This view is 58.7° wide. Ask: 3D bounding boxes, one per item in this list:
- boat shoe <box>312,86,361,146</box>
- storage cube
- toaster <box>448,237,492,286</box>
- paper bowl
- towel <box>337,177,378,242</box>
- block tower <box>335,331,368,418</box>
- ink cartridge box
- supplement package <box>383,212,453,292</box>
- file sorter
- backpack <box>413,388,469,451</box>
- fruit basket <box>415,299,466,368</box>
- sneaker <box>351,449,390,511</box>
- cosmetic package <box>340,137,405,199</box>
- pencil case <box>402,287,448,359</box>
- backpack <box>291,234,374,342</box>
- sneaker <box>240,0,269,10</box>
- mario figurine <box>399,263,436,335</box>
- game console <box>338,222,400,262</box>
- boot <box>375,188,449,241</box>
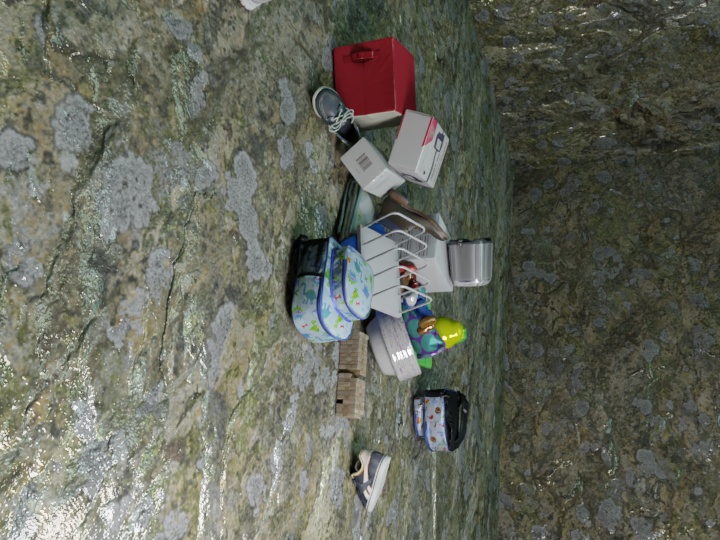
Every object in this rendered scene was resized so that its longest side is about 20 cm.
[{"bbox_3d":[-0.053,-0.364,1.539,0.075,0.062,0.200,-42,150,-3],"label":"boat shoe"},{"bbox_3d":[0.039,-0.476,1.661,0.199,0.168,0.183,-4,92,-67],"label":"storage cube"},{"bbox_3d":[0.311,-0.026,1.802,0.200,0.112,0.132,-10,97,-69],"label":"toaster"},{"bbox_3d":[0.082,0.193,1.689,0.201,0.103,0.204,-22,90,-87],"label":"paper bowl"},{"bbox_3d":[-0.003,-0.112,1.661,0.172,0.047,0.202,62,33,-48],"label":"towel"},{"bbox_3d":[-0.021,0.253,1.550,0.054,0.057,0.204,37,55,-61],"label":"block tower"},{"bbox_3d":[0.156,-0.314,1.675,0.200,0.083,0.147,14,96,-70],"label":"ink cartridge box"},{"bbox_3d":[0.150,-0.044,1.815,0.192,0.197,0.149,53,40,-52],"label":"supplement package"},{"bbox_3d":[0.083,-0.016,1.510,0.138,0.124,0.203,24,54,-41],"label":"file sorter"},{"bbox_3d":[0.251,0.480,2.038,0.199,0.152,0.194,23,57,-58],"label":"backpack"},{"bbox_3d":[0.202,0.182,1.872,0.155,0.211,0.220,145,-56,-80],"label":"fruit basket"},{"bbox_3d":[0.021,0.515,1.592,0.079,0.078,0.202,-50,156,-51],"label":"sneaker"},{"bbox_3d":[0.036,-0.260,1.652,0.108,0.085,0.200,53,12,12],"label":"cosmetic package"},{"bbox_3d":[0.169,0.142,1.774,0.085,0.091,0.203,59,12,-78],"label":"pencil case"},{"bbox_3d":[-0.061,0.048,1.372,0.183,0.145,0.203,45,49,-54],"label":"backpack"},{"bbox_3d":[-0.214,-0.560,1.175,0.199,0.087,0.083,11,76,-66],"label":"sneaker"},{"bbox_3d":[0.118,0.073,1.678,0.105,0.124,0.202,-2,55,-39],"label":"mario figurine"},{"bbox_3d":[0.000,0.000,1.598,0.199,0.117,0.173,-31,95,-53],"label":"game console"},{"bbox_3d":[0.134,-0.118,1.694,0.097,0.199,0.075,-52,173,6],"label":"boot"}]
